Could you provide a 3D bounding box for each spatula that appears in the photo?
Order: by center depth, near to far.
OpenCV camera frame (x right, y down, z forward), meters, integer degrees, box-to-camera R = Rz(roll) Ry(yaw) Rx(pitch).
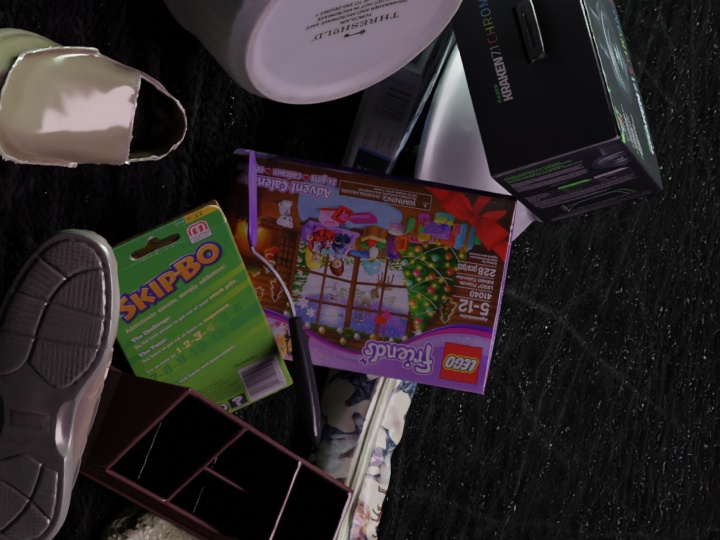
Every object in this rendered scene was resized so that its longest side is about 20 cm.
[{"bbox_3d":[-0.054,0.018,1.564,0.057,0.020,0.201,70,4,-86],"label":"spatula"}]

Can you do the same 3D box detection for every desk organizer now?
[{"bbox_3d":[-0.096,0.136,1.554,0.200,0.077,0.072,37,69,-48],"label":"desk organizer"}]

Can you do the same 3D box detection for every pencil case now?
[{"bbox_3d":[-0.004,0.139,1.827,0.089,0.078,0.201,117,-11,-83],"label":"pencil case"}]

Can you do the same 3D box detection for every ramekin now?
[{"bbox_3d":[-0.021,-0.191,1.472,0.202,0.094,0.203,-23,151,-14],"label":"ramekin"}]

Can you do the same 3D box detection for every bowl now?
[{"bbox_3d":[0.115,-0.095,1.831,0.201,0.090,0.202,17,90,-74],"label":"bowl"}]

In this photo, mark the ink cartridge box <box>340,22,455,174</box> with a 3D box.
[{"bbox_3d":[0.049,-0.177,1.748,0.198,0.043,0.200,109,5,-63],"label":"ink cartridge box"}]

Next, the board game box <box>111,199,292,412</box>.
[{"bbox_3d":[-0.113,0.031,1.530,0.095,0.030,0.200,-25,143,-5],"label":"board game box"}]

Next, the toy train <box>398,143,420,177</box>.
[{"bbox_3d":[0.061,-0.084,1.916,0.056,0.042,0.200,50,56,-48],"label":"toy train"}]

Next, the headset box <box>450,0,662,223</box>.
[{"bbox_3d":[0.127,-0.140,1.596,0.200,0.092,0.175,30,45,-71],"label":"headset box"}]

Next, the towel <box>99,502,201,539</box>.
[{"bbox_3d":[-0.124,0.207,1.651,0.200,0.036,0.149,-33,130,-58],"label":"towel"}]

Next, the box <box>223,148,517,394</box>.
[{"bbox_3d":[0.000,0.000,1.622,0.039,0.199,0.137,-64,163,-82],"label":"box"}]

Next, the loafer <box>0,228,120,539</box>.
[{"bbox_3d":[-0.186,0.066,1.418,0.063,0.072,0.201,-51,156,-75],"label":"loafer"}]

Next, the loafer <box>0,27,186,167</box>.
[{"bbox_3d":[-0.164,-0.098,1.365,0.200,0.068,0.076,-10,110,-65],"label":"loafer"}]
